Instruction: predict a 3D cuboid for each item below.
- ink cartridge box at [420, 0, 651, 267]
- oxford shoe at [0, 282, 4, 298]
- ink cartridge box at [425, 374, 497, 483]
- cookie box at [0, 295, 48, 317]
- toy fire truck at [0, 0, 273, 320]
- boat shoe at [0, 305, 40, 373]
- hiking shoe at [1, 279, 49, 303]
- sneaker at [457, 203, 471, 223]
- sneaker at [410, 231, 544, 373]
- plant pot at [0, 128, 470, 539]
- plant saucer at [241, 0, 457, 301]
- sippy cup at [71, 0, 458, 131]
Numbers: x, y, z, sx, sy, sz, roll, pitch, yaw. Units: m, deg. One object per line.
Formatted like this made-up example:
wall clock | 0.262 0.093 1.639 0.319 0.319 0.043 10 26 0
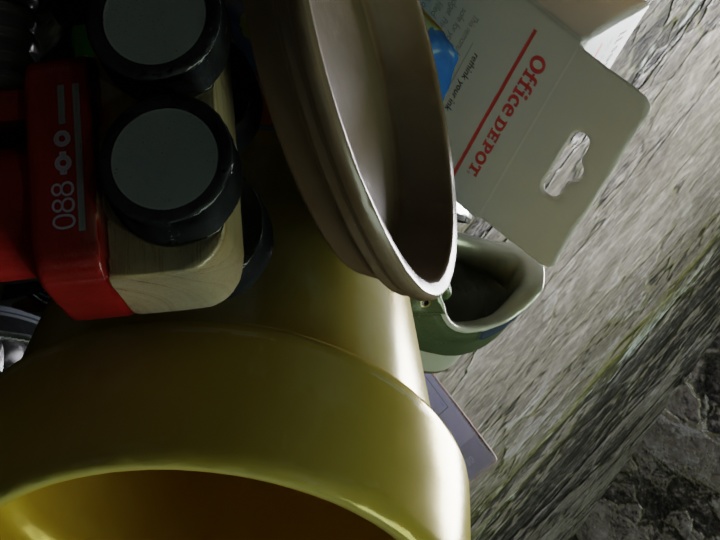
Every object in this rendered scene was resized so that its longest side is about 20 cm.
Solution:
ink cartridge box | 0.053 -0.110 1.077 0.067 0.200 0.117 -32 159 -48
oxford shoe | -0.175 0.019 0.892 0.200 0.070 0.075 -66 146 -41
ink cartridge box | -0.008 0.068 1.329 0.045 0.176 0.200 -36 174 -36
cookie box | -0.088 0.079 1.137 0.200 0.075 0.171 -13 116 -31
toy fire truck | -0.137 -0.064 0.805 0.200 0.176 0.129 -7 164 4
boat shoe | -0.184 0.049 0.948 0.200 0.066 0.070 6 93 -49
hiking shoe | -0.135 -0.011 1.031 0.200 0.074 0.087 -26 153 -57
sneaker | 0.012 -0.086 1.330 0.200 0.076 0.088 17 84 -66
sneaker | 0.000 0.000 1.053 0.200 0.067 0.090 10 151 -40
plant pot | -0.055 0.054 0.898 0.201 0.201 0.189 114 -16 -50
plant saucer | -0.005 -0.084 0.848 0.029 0.200 0.200 -13 173 14
sippy cup | -0.034 -0.098 0.994 0.178 0.130 0.140 -57 164 26
